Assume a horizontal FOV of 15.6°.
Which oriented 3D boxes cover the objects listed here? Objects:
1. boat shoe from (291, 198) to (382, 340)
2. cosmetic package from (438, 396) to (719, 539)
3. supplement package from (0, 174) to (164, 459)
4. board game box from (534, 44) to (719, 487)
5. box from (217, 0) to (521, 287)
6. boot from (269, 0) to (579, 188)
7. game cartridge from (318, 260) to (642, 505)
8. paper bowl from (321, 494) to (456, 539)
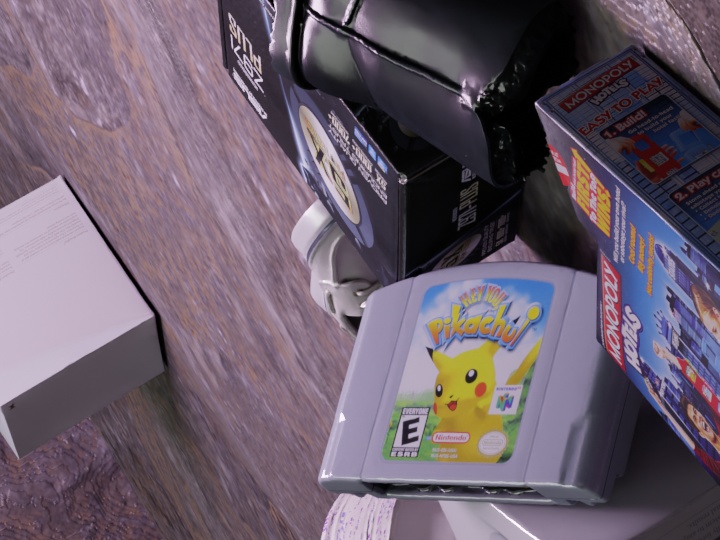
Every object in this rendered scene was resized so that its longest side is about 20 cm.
[{"bbox_3d":[0.000,0.000,1.770,0.066,0.072,0.200,50,164,18],"label":"boat shoe"},{"bbox_3d":[0.153,0.177,1.489,0.199,0.123,0.201,35,151,58],"label":"cosmetic package"},{"bbox_3d":[-0.340,0.050,2.781,0.200,0.191,0.147,54,166,22],"label":"supplement package"},{"bbox_3d":[0.162,0.002,1.235,0.200,0.062,0.200,53,164,29],"label":"board game box"},{"bbox_3d":[0.003,-0.106,1.509,0.200,0.086,0.164,54,165,20],"label":"box"},{"bbox_3d":[0.038,-0.156,1.327,0.168,0.076,0.201,26,123,32],"label":"boot"},{"bbox_3d":[0.068,0.061,1.443,0.199,0.134,0.040,-3,150,42],"label":"game cartridge"},{"bbox_3d":[0.063,0.233,1.837,0.201,0.104,0.201,36,-135,-47],"label":"paper bowl"}]
